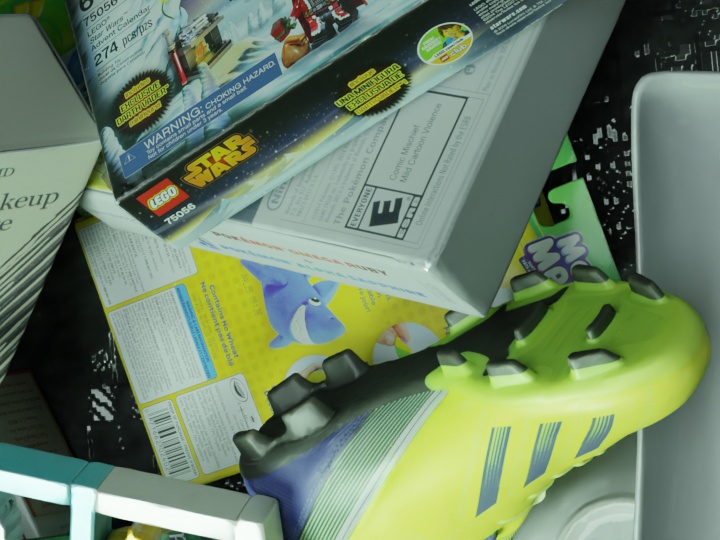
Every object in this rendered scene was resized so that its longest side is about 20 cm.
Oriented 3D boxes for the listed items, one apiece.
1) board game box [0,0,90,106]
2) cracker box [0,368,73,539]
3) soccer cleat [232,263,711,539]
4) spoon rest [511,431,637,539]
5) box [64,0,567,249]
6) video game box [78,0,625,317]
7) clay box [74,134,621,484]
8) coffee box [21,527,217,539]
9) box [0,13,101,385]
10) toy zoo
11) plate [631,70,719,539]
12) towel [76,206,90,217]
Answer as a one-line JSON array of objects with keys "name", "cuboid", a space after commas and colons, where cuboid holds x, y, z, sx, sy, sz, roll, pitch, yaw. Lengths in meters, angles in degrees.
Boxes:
[{"name": "board game box", "cuboid": [-0.166, -0.092, 0.833, 0.105, 0.103, 0.200, 48, 110, 28]}, {"name": "cracker box", "cuboid": [-0.161, 0.160, 0.878, 0.134, 0.058, 0.200, -32, 81, 21]}, {"name": "soccer cleat", "cuboid": [0.043, 0.057, 0.694, 0.200, 0.065, 0.084, -21, 110, 41]}, {"name": "spoon rest", "cuboid": [0.116, 0.066, 0.733, 0.099, 0.061, 0.200, 19, 85, 23]}, {"name": "box", "cuboid": [-0.007, -0.114, 0.693, 0.200, 0.040, 0.137, -32, 49, 15]}, {"name": "video game box", "cuboid": [0.003, -0.093, 0.731, 0.182, 0.047, 0.200, 15, 73, 38]}, {"name": "clay box", "cuboid": [0.000, 0.000, 0.775, 0.200, 0.048, 0.115, -20, 89, 23]}, {"name": "coffee box", "cuboid": [-0.094, 0.160, 0.800, 0.200, 0.044, 0.123, -6, 86, 11]}, {"name": "box", "cuboid": [-0.169, 0.001, 0.764, 0.068, 0.082, 0.200, 57, 138, 28]}, {"name": "toy zoo", "cuboid": [-0.102, 0.130, 0.745, 0.200, 0.020, 0.131, 11, 113, 12]}, {"name": "plate", "cuboid": [0.187, 0.035, 0.687, 0.200, 0.032, 0.200, 1, 82, -1]}, {"name": "towel", "cuboid": [-0.014, 0.002, 0.824, 0.149, 0.031, 0.200, -40, 80, 23]}]
